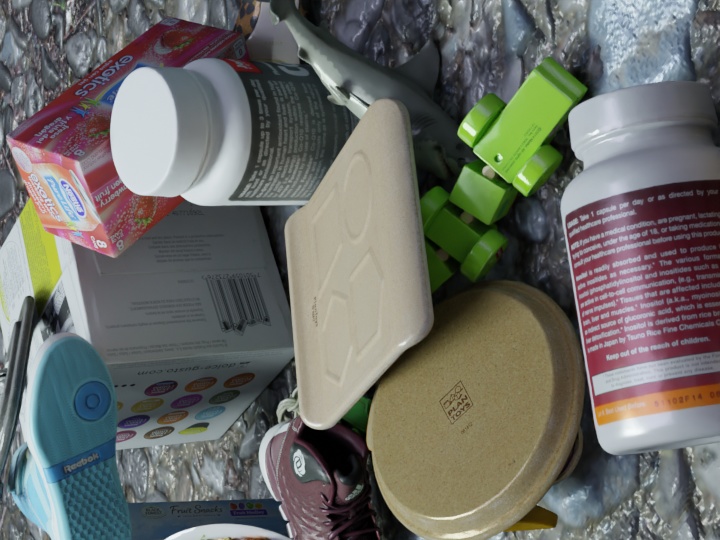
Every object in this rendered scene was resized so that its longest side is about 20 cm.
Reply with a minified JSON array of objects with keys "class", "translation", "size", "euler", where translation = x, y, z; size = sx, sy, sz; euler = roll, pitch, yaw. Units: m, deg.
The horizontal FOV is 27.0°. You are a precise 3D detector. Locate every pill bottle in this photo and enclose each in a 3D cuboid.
[{"class":"pill bottle","translation":[0.177,-0.001,0.865],"size":[0.113,0.112,0.201],"euler":[-23,72,55]},{"class":"pill bottle","translation":[-0.087,-0.108,1.182],"size":[0.114,0.199,0.115],"euler":[3,94,50]}]

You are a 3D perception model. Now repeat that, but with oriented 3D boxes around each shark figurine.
[{"class":"shark figurine","translation":[0.014,-0.155,1.127],"size":[0.090,0.214,0.128],"euler":[-48,6,-8]}]

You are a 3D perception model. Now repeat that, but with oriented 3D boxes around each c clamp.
[{"class":"c clamp","translation":[-0.305,0.127,1.276],"size":[0.171,0.027,0.201],"euler":[114,162,-44]}]

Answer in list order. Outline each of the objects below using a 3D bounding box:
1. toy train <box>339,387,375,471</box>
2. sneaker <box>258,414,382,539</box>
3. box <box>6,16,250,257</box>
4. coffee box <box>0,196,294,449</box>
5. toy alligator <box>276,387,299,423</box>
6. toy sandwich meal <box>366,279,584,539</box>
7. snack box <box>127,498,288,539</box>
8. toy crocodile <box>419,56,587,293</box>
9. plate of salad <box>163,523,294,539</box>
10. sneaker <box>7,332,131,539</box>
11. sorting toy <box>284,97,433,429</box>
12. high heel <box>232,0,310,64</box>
[{"class":"toy train","translation":[0.036,0.135,1.154],"size":[0.200,0.042,0.057],"euler":[24,100,54]},{"class":"sneaker","translation":[-0.013,0.197,1.152],"size":[0.201,0.075,0.116],"euler":[61,153,12]},{"class":"box","translation":[-0.180,-0.115,1.247],"size":[0.095,0.200,0.100],"euler":[19,139,35]},{"class":"coffee box","translation":[-0.203,0.035,1.371],"size":[0.198,0.199,0.201],"euler":[-47,54,47]},{"class":"toy alligator","translation":[-0.022,0.046,1.232],"size":[0.201,0.059,0.054],"euler":[-63,2,36]},{"class":"toy sandwich meal","translation":[0.084,0.101,1.039],"size":[0.204,0.070,0.206],"euler":[-23,54,37]},{"class":"snack box","translation":[-0.164,0.293,1.344],"size":[0.201,0.168,0.068],"euler":[-65,36,33]},{"class":"toy crocodile","translation":[0.090,-0.060,1.044],"size":[0.067,0.062,0.201],"euler":[38,119,13]},{"class":"plate of salad","translation":[-0.097,0.295,1.240],"size":[0.048,0.199,0.201],"euler":[-73,5,-59]},{"class":"sneaker","translation":[-0.254,0.140,1.237],"size":[0.130,0.079,0.201],"euler":[17,115,54]},{"class":"sorting toy","translation":[0.000,0.000,1.095],"size":[0.200,0.036,0.186],"euler":[134,135,-56]},{"class":"high heel","translation":[-0.073,-0.234,1.322],"size":[0.200,0.071,0.143],"euler":[107,175,-53]}]
